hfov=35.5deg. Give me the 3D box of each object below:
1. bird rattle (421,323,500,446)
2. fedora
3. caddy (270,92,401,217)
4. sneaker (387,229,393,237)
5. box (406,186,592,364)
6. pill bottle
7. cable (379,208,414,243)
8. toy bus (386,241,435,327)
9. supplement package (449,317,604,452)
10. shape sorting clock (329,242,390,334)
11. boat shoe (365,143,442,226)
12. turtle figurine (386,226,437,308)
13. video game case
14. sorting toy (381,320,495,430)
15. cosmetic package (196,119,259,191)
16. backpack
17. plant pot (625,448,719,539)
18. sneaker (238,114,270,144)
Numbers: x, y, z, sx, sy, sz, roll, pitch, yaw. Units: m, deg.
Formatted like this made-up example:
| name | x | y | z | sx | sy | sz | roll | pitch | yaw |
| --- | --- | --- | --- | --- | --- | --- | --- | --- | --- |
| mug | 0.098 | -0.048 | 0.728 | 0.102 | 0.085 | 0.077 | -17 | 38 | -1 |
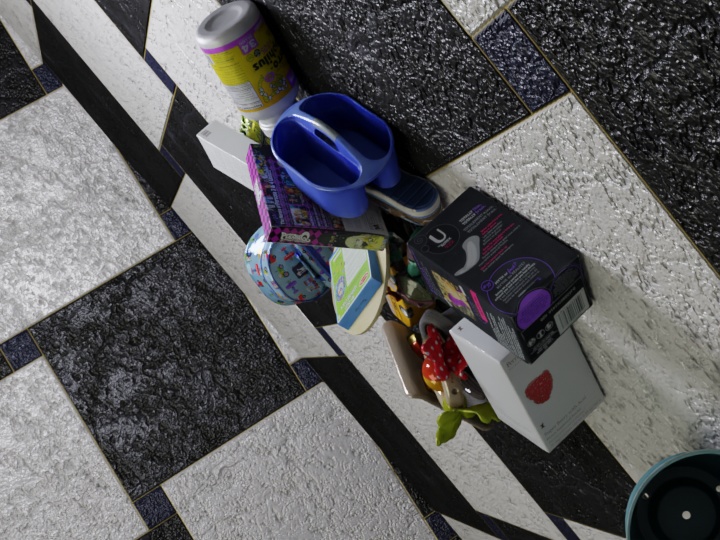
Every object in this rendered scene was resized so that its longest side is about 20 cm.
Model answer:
| name | x | y | z | sx | sy | sz | roll | pitch | yaw |
| --- | --- | --- | --- | --- | --- | --- | --- | --- | --- |
| bird rattle | 0.125 | 0.162 | 1.728 | 0.200 | 0.113 | 0.163 | 66 | 174 | -24 |
| fedora | 0.182 | 0.129 | 1.822 | 0.200 | 0.090 | 0.177 | 60 | 163 | -19 |
| caddy | -0.036 | -0.169 | 1.585 | 0.200 | 0.141 | 0.105 | 39 | 164 | 35 |
| sneaker | -0.009 | -0.037 | 1.865 | 0.079 | 0.096 | 0.200 | 13 | 180 | -13 |
| box | 0.175 | 0.004 | 1.422 | 0.200 | 0.122 | 0.106 | 39 | 164 | 40 |
| pill bottle | -0.159 | -0.300 | 1.705 | 0.104 | 0.104 | 0.200 | 33 | 160 | 51 |
| cable | 0.078 | -0.069 | 1.755 | 0.200 | 0.050 | 0.097 | 43 | 168 | -25 |
| toy bus | 0.075 | 0.018 | 1.920 | 0.078 | 0.065 | 0.200 | 42 | 166 | 34 |
| supplement package | 0.237 | 0.134 | 1.590 | 0.120 | 0.121 | 0.200 | 33 | 160 | 52 |
| shape sorting clock | 0.000 | 0.000 | 1.740 | 0.039 | 0.200 | 0.200 | 8 | -177 | -23 |
| boat shoe | 0.039 | -0.117 | 1.638 | 0.200 | 0.072 | 0.072 | 39 | 165 | 37 |
| turtle figurine | 0.098 | 0.008 | 1.686 | 0.150 | 0.101 | 0.200 | 24 | 162 | 0 |
| video game case | -0.066 | -0.110 | 1.665 | 0.200 | 0.181 | 0.036 | -109 | 31 | -45 |
| sorting toy | 0.139 | 0.177 | 1.952 | 0.200 | 0.036 | 0.185 | 25 | -151 | -34 |
| cosmetic package | -0.190 | -0.184 | 1.921 | 0.200 | 0.051 | 0.083 | 32 | 156 | 37 |
| backpack | -0.102 | -0.030 | 2.068 | 0.183 | 0.200 | 0.135 | 56 | 166 | -22 |
| plant pot | 0.418 | 0.313 | 1.386 | 0.200 | 0.200 | 0.188 | 48 | -178 | 7 |
| sneaker | -0.173 | -0.263 | 1.917 | 0.075 | 0.076 | 0.200 | 38 | 162 | 46 |
